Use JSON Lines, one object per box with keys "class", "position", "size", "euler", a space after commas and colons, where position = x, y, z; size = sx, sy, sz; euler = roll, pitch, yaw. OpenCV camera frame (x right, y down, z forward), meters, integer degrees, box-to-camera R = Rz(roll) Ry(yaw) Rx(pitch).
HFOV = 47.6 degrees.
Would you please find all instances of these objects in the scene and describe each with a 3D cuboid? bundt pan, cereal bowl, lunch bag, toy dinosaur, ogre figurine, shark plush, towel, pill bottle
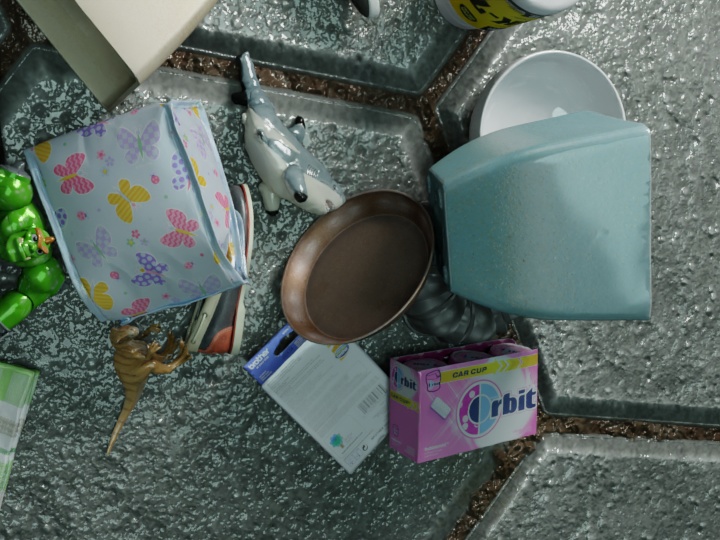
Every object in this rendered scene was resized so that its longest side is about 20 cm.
{"class": "bundt pan", "position": [0.134, 0.002, 1.011], "size": [0.201, 0.076, 0.203], "euler": [-3, 101, -17]}
{"class": "cereal bowl", "position": [0.220, -0.166, 1.004], "size": [0.199, 0.083, 0.201], "euler": [-3, 101, -16]}
{"class": "lunch bag", "position": [-0.221, -0.057, 0.847], "size": [0.169, 0.127, 0.201], "euler": [-17, 97, 10]}
{"class": "toy dinosaur", "position": [-0.250, 0.111, 0.916], "size": [0.106, 0.060, 0.201], "euler": [-20, 142, -29]}
{"class": "ogre figurine", "position": [-0.366, -0.027, 0.801], "size": [0.119, 0.098, 0.201], "euler": [-23, 99, -24]}
{"class": "shark plush", "position": [-0.095, -0.150, 0.942], "size": [0.083, 0.091, 0.201], "euler": [-31, 86, -30]}
{"class": "towel", "position": [-0.451, 0.186, 0.888], "size": [0.148, 0.031, 0.201], "euler": [17, 94, -20]}
{"class": "pill bottle", "position": [0.160, -0.327, 0.897], "size": [0.114, 0.200, 0.115], "euler": [-3, 99, -16]}

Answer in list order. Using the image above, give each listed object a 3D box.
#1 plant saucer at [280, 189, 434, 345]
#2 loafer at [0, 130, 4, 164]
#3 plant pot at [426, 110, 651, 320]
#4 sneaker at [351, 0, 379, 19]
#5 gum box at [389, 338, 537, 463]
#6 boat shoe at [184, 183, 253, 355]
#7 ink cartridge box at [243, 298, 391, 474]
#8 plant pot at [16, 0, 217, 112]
{"class": "plant saucer", "position": [0.000, 0.000, 0.920], "size": [0.200, 0.200, 0.034], "euler": [-49, 134, -4]}
{"class": "loafer", "position": [-0.400, -0.180, 0.820], "size": [0.073, 0.071, 0.201], "euler": [-12, 103, -15]}
{"class": "plant pot", "position": [0.178, -0.055, 0.874], "size": [0.199, 0.196, 0.198], "euler": [-7, 106, -2]}
{"class": "sneaker", "position": [-0.056, -0.357, 0.899], "size": [0.099, 0.071, 0.201], "euler": [-28, 100, -9]}
{"class": "gum box", "position": [0.136, 0.158, 1.021], "size": [0.199, 0.066, 0.114], "euler": [-6, 102, -31]}
{"class": "boat shoe", "position": [-0.160, 0.000, 0.927], "size": [0.062, 0.071, 0.201], "euler": [5, 102, -15]}
{"class": "ink cartridge box", "position": [-0.039, 0.140, 1.000], "size": [0.119, 0.042, 0.200], "euler": [-45, 111, -7]}
{"class": "plant pot", "position": [-0.230, -0.299, 0.797], "size": [0.177, 0.200, 0.200], "euler": [-42, 108, -18]}
